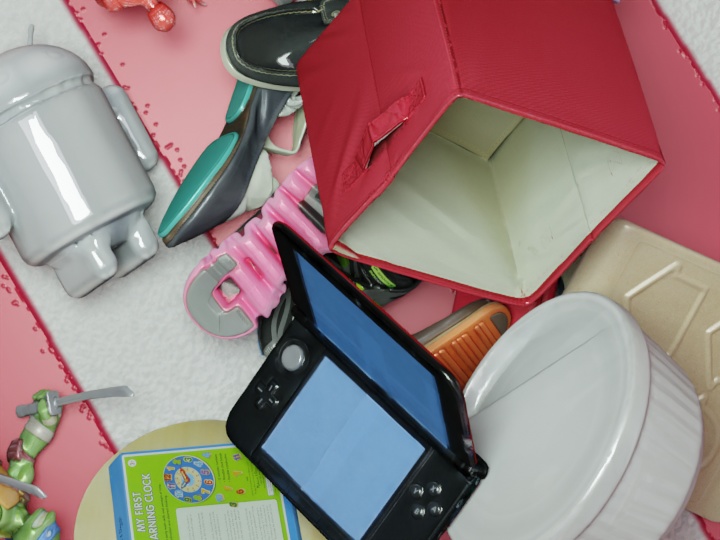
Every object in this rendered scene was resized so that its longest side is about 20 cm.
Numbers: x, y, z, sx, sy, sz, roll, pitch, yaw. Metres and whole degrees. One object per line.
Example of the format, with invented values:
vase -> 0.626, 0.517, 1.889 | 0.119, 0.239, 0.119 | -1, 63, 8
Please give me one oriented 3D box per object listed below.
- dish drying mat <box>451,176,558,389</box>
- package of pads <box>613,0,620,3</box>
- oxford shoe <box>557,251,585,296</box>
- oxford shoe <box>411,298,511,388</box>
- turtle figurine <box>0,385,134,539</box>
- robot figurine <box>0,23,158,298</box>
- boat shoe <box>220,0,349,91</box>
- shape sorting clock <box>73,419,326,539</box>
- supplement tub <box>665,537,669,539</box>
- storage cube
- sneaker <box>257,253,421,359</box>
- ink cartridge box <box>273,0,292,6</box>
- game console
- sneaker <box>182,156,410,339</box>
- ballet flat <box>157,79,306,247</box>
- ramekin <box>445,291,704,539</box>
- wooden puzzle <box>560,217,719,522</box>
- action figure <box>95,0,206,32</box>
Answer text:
dish drying mat -> 0.105, 0.035, 1.508 | 0.076, 0.018, 0.202 | 16, 102, 21
package of pads -> 0.097, -0.249, 1.478 | 0.198, 0.121, 0.076 | 9, 98, -8
oxford shoe -> 0.155, -0.048, 1.513 | 0.073, 0.071, 0.202 | -17, 89, 1
oxford shoe -> 0.019, 0.071, 1.492 | 0.199, 0.071, 0.073 | -33, 54, 1
turtle figurine -> -0.284, 0.112, 1.466 | 0.193, 0.200, 0.144 | 32, 54, 4
robot figurine -> -0.229, -0.083, 1.483 | 0.169, 0.113, 0.201 | -27, 89, -42
boat shoe -> -0.005, -0.178, 1.478 | 0.198, 0.068, 0.072 | -5, 77, -14
shape sorting clock -> -0.113, 0.198, 1.475 | 0.198, 0.039, 0.201 | 4, 52, -5
supplement tub -> 0.157, 0.272, 1.467 | 0.145, 0.145, 0.200 | 45, 88, 0
storage cube -> 0.079, -0.110, 1.385 | 0.199, 0.171, 0.181 | 14, 46, -30
sneaker -> 0.001, 0.000, 1.501 | 0.199, 0.083, 0.071 | -38, 89, -1
ink cartridge box -> -0.103, -0.303, 1.467 | 0.200, 0.145, 0.083 | 44, 87, 6
game console -> -0.018, 0.096, 1.383 | 0.200, 0.118, 0.173 | 41, 101, 32
sneaker -> -0.048, -0.032, 1.492 | 0.199, 0.095, 0.079 | -36, 97, 6
ballet flat -> -0.082, -0.093, 1.498 | 0.073, 0.073, 0.201 | 25, 70, -1
ramekin -> 0.151, 0.124, 1.385 | 0.094, 0.202, 0.204 | 29, 88, -28
wooden puzzle -> 0.228, 0.073, 1.496 | 0.199, 0.046, 0.186 | 24, 105, -12
action figure -> -0.192, -0.246, 1.520 | 0.065, 0.099, 0.200 | -38, 67, 1
